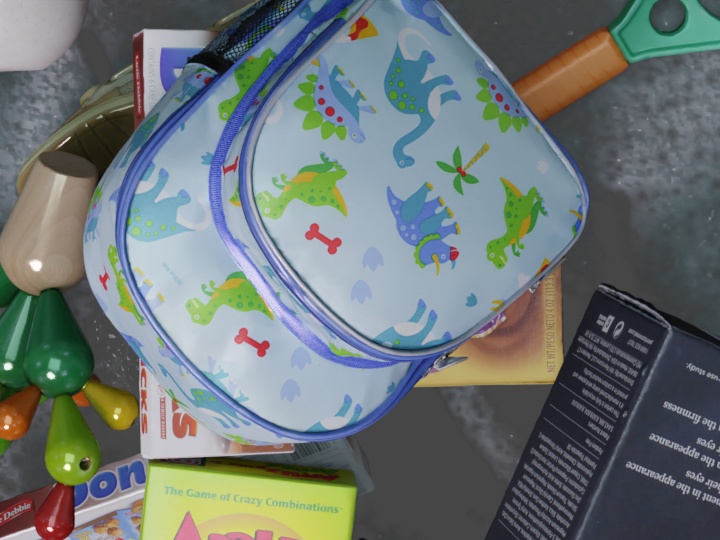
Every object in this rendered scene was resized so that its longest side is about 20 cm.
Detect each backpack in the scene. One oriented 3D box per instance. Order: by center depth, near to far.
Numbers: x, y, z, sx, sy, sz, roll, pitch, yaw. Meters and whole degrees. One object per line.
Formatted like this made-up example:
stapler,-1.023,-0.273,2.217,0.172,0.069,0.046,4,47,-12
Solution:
backpack,-0.015,-0.026,1.022,0.200,0.147,0.183,-44,102,-15

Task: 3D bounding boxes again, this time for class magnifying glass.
magnifying glass,0.148,-0.124,1.158,0.199,0.022,0.080,-31,105,12

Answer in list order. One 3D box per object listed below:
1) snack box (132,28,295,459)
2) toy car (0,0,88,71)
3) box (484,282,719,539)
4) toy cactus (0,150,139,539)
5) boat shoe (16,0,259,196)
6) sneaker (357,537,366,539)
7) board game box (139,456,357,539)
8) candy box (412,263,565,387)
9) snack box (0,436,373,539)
snack box,-0.070,-0.013,1.091,0.071,0.024,0.201,-1,89,-20
toy car,-0.145,-0.187,1.119,0.149,0.200,0.176,-3,95,-10
box,0.151,0.131,1.107,0.147,0.104,0.201,24,94,-17
toy cactus,-0.155,0.025,1.132,0.102,0.200,0.166,10,113,-21
boat shoe,-0.086,-0.087,1.180,0.200,0.063,0.073,-32,120,12
sneaker,-0.031,0.189,1.176,0.199,0.073,0.113,7,89,-2
board game box,-0.063,0.194,1.111,0.101,0.048,0.201,7,94,-3
candy box,0.000,0.000,1.147,0.199,0.056,0.117,-2,92,-6
snack box,-0.098,0.119,1.173,0.199,0.072,0.024,-19,53,7
